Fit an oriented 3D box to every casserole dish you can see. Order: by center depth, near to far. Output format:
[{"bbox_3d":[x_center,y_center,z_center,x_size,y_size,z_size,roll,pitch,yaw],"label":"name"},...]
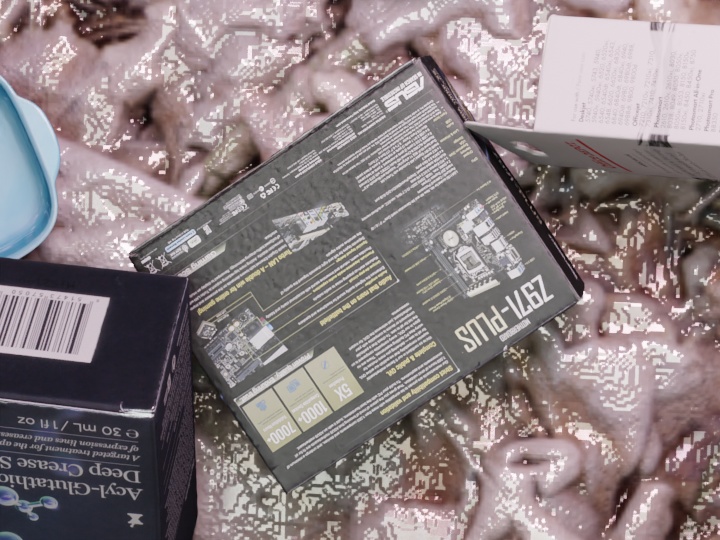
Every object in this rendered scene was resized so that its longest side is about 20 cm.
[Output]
[{"bbox_3d":[-0.265,-0.042,1.464,0.200,0.039,0.121,-23,92,6],"label":"casserole dish"}]

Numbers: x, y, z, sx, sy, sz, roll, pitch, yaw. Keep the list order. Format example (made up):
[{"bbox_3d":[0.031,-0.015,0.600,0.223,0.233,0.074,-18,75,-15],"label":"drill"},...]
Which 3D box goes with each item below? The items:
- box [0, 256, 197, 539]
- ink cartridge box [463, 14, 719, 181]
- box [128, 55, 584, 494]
[{"bbox_3d":[-0.172,0.101,1.383,0.148,0.107,0.200,5,135,5],"label":"box"},{"bbox_3d":[0.170,-0.091,1.360,0.200,0.116,0.068,6,83,25],"label":"ink cartridge box"},{"bbox_3d":[0.000,0.000,1.417,0.200,0.086,0.164,-35,91,8],"label":"box"}]
